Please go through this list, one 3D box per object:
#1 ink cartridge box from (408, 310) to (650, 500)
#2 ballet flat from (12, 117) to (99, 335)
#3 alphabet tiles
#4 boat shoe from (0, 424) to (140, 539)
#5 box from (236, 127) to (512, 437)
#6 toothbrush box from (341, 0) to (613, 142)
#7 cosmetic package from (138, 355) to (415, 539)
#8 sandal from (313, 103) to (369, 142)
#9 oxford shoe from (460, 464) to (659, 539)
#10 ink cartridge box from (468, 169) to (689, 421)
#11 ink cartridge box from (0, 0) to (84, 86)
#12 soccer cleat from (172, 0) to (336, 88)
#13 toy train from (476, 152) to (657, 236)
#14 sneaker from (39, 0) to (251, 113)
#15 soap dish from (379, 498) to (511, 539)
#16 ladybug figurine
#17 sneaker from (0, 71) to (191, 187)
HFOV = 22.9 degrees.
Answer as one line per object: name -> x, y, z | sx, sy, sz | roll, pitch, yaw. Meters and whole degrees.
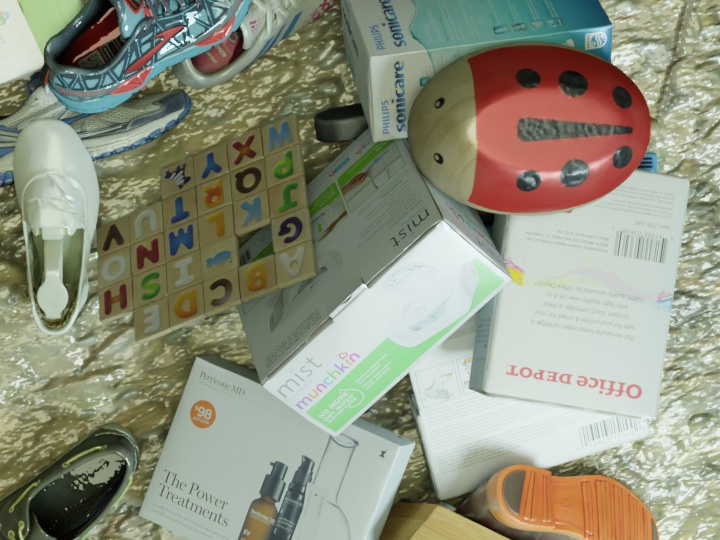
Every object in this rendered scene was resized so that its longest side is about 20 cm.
ink cartridge box -> 0.141, 0.093, 1.548 | 0.200, 0.045, 0.176 | -17, 117, -4
ballet flat -> -0.249, -0.029, 1.455 | 0.069, 0.069, 0.200 | 0, 128, -7
alphabet tiles -> -0.133, -0.030, 1.472 | 0.200, 0.167, 0.008 | -21, 143, 17
boat shoe -> -0.272, 0.214, 1.532 | 0.202, 0.060, 0.072 | -43, 100, 1
box -> 0.000, 0.000, 1.445 | 0.200, 0.177, 0.097 | -43, 125, 13
toothbrush box -> 0.092, -0.190, 1.463 | 0.200, 0.147, 0.085 | -8, 128, -7
cosmetic package -> -0.073, 0.178, 1.517 | 0.200, 0.052, 0.151 | 22, 93, 17
sandal -> 0.062, -0.129, 1.521 | 0.200, 0.076, 0.043 | -8, 106, 5
oxford shoe -> 0.180, 0.220, 1.584 | 0.200, 0.073, 0.071 | 21, 58, -28
ink cartridge box -> 0.176, 0.013, 1.450 | 0.147, 0.086, 0.200 | 10, 88, -5
ink cartridge box -> -0.300, -0.208, 1.468 | 0.200, 0.059, 0.104 | -24, 101, -3
soccer cleat -> -0.073, -0.221, 1.480 | 0.200, 0.086, 0.070 | -41, 101, 0
toy train -> 0.164, -0.051, 1.537 | 0.200, 0.087, 0.115 | -1, 90, -5
sneaker -> -0.165, -0.200, 1.399 | 0.200, 0.096, 0.079 | -40, 76, -1
soap dish -> 0.105, 0.269, 1.543 | 0.200, 0.157, 0.081 | 27, 78, -10
ladybug figurine -> 0.138, -0.109, 1.369 | 0.200, 0.072, 0.136 | -5, 95, -9
sneaker -> -0.242, -0.129, 1.481 | 0.200, 0.077, 0.085 | -16, 96, -5
